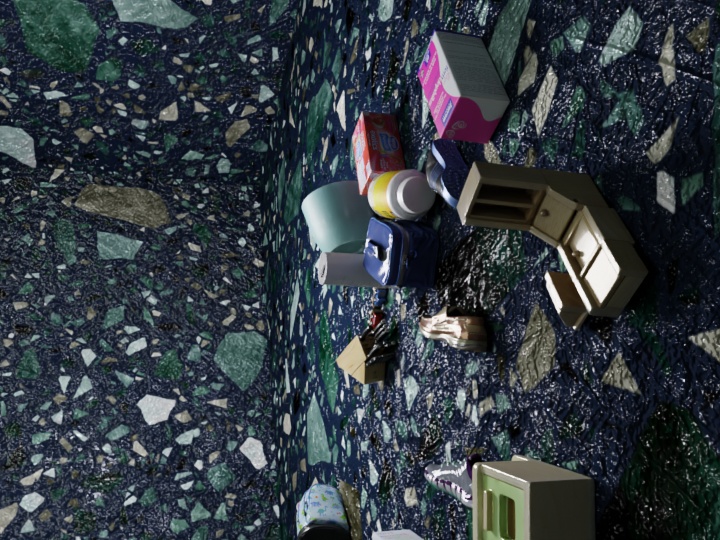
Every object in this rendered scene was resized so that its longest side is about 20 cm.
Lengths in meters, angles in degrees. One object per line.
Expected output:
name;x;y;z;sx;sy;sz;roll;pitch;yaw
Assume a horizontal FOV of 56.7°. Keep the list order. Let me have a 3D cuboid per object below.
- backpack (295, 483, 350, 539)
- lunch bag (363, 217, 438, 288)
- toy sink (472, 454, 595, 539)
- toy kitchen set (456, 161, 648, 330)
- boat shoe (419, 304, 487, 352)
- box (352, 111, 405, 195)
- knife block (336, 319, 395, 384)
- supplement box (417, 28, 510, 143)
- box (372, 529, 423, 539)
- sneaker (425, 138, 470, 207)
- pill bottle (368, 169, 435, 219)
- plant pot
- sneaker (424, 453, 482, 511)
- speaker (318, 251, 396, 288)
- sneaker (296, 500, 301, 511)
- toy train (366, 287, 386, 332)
backpack;-0.116;0.739;2.000;0.200;0.163;0.154;-148;70;-78
lunch bag;0.080;-0.038;1.478;0.200;0.132;0.136;-141;55;-70
toy sink;0.231;0.348;0.962;0.200;0.112;0.131;166;106;-72
toy kitchen set;0.233;-0.014;0.892;0.200;0.180;0.163;-100;19;-47
boat shoe;0.177;0.101;1.258;0.200;0.076;0.072;13;96;63
box;0.045;-0.295;1.693;0.100;0.095;0.200;118;150;-54
knife block;0.013;0.193;1.716;0.200;0.064;0.176;25;118;56
supplement box;0.186;-0.341;1.232;0.101;0.103;0.200;113;152;-47
box;0.091;0.671;1.399;0.176;0.096;0.201;157;114;-72
sneaker;0.174;-0.175;1.316;0.200;0.070;0.078;-97;14;-46
pill bottle;0.094;-0.169;1.490;0.200;0.109;0.110;-160;73;-73
plant pot;-0.044;-0.123;1.815;0.201;0.200;0.161;124;134;-59
sneaker;0.189;0.365;1.201;0.200;0.074;0.088;6;79;64
speaker;0.000;0.000;1.616;0.081;0.199;0.081;-177;90;-72
sneaker;-0.163;0.874;2.281;0.200;0.075;0.100;-130;27;-66
toy train;0.039;0.126;1.755;0.046;0.034;0.201;-133;47;-62
